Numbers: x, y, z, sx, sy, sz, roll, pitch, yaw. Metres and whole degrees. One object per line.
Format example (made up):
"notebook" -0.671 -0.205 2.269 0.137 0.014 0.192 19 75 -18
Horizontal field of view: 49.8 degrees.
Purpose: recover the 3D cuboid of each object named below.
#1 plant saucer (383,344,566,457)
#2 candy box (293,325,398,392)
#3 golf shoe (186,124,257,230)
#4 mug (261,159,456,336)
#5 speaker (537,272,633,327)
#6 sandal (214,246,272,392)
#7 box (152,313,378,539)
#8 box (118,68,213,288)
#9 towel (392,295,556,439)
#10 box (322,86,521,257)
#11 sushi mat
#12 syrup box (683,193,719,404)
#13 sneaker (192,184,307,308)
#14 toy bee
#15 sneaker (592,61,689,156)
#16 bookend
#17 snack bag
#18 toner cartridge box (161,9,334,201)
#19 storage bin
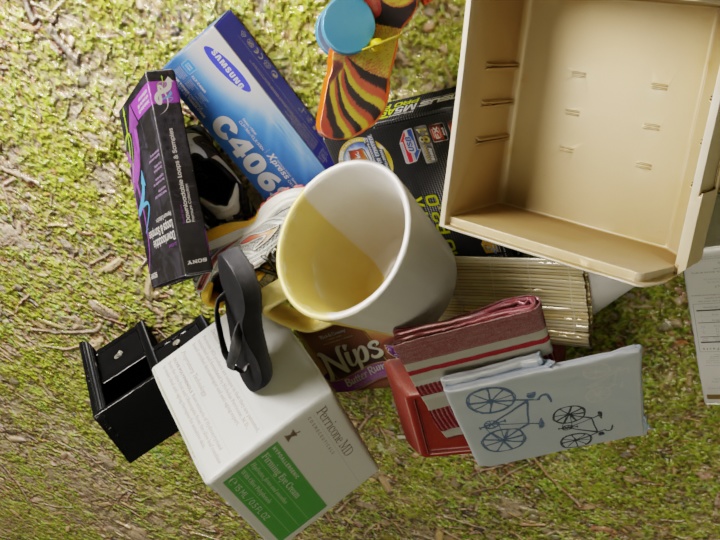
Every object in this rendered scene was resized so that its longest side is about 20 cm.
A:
"plant saucer" 0.136 0.158 0.886 0.194 0.037 0.202 -7 142 8
"candy box" 0.028 0.085 0.960 0.196 0.057 0.118 -11 126 29
"golf shoe" -0.154 -0.062 0.875 0.077 0.095 0.202 -35 120 -5
"mug" 0.006 -0.008 0.764 0.183 0.153 0.152 6 166 36
"speaker" 0.222 0.006 0.788 0.080 0.082 0.200 36 132 -10
"sandal" -0.128 0.055 0.787 0.076 0.042 0.203 49 154 33
"box" -0.113 0.182 0.950 0.200 0.170 0.201 47 168 42
"box" -0.209 -0.088 0.818 0.142 0.035 0.206 -13 90 62
"towel" 0.124 0.102 0.773 0.140 0.023 0.202 -14 138 13
"box" 0.069 -0.079 0.807 0.156 0.045 0.203 -6 126 27
"sushi mat" 0.140 0.030 0.797 0.196 0.012 0.098 2 116 35
"syrup box" 0.361 0.032 0.751 0.080 0.079 0.203 -7 126 27
"sneaker" -0.092 -0.020 0.831 0.197 0.084 0.078 -27 143 14
"toy bee" 0.015 -0.215 0.672 0.106 0.132 0.204 0 122 -8
"sneaker" 0.212 -0.124 0.681 0.077 0.080 0.200 33 135 -8
"bookend" -0.276 0.128 1.089 0.197 0.199 0.093 -32 123 -9
"snack bag" 0.193 0.138 0.788 0.195 0.022 0.190 -14 139 12
"toner cartridge box" -0.110 -0.159 0.818 0.094 0.044 0.201 -23 117 36
"storage bin" 0.176 -0.115 0.605 0.196 0.093 0.205 21 114 38
